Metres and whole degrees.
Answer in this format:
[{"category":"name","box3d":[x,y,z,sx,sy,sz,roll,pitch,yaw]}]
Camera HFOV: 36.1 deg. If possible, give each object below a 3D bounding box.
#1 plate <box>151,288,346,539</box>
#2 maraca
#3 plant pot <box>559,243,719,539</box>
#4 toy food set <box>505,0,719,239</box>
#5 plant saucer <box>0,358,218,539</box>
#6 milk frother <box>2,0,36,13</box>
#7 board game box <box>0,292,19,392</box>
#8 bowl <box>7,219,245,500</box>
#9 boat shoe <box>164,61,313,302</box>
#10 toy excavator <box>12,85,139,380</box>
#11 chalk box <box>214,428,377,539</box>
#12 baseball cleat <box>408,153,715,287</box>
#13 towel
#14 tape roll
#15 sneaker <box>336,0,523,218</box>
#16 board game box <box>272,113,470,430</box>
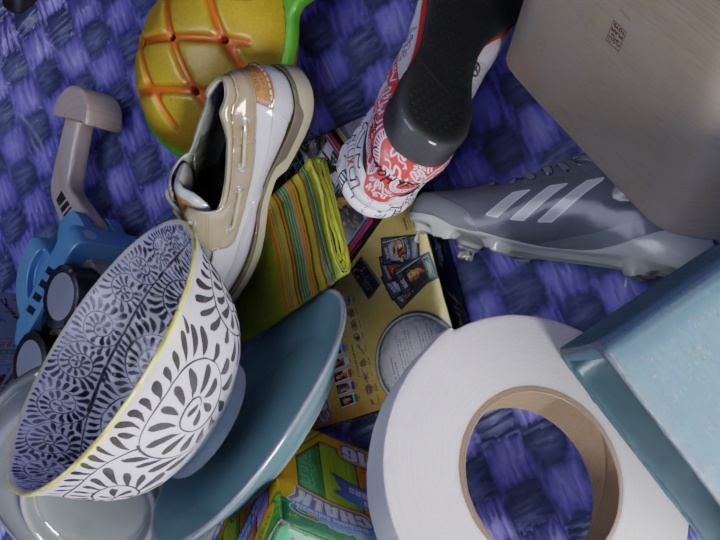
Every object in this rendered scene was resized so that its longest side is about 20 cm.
[{"category":"plate","box3d":[-0.068,0.100,0.729,0.025,0.201,0.200,39,111,-16]},{"category":"maraca","box3d":[-0.095,-0.177,0.814,0.137,0.106,0.202,39,105,26]},{"category":"plant pot","box3d":[0.245,0.057,0.563,0.199,0.196,0.197,-38,83,1]},{"category":"toy food set","box3d":[0.166,-0.136,0.629,0.201,0.059,0.145,55,145,35]},{"category":"plant saucer","box3d":[-0.199,0.165,0.833,0.196,0.050,0.204,1,114,2]},{"category":"milk frother","box3d":[-0.334,-0.300,0.943,0.199,0.180,0.190,-4,47,56]},{"category":"board game box","box3d":[-0.374,0.112,0.936,0.064,0.147,0.201,46,108,24]},{"category":"bowl","box3d":[-0.137,0.076,0.731,0.200,0.094,0.203,-40,30,28]},{"category":"boat shoe","box3d":[-0.101,-0.055,0.770,0.075,0.068,0.202,46,126,36]},{"category":"toy excavator","box3d":[-0.229,-0.023,0.896,0.200,0.099,0.196,48,116,36]},{"category":"chalk box","box3d":[-0.022,0.202,0.693,0.123,0.200,0.126,23,101,-13]},{"category":"baseball cleat","box3d":[0.132,-0.051,0.714,0.196,0.070,0.109,11,88,17]},{"category":"towel","box3d":[-0.077,0.001,0.806,0.199,0.018,0.088,-34,62,45]},{"category":"tape roll","box3d":[0.101,0.126,0.658,0.206,0.200,0.037,66,155,14]},{"category":"sneaker","box3d":[0.043,-0.125,0.731,0.067,0.203,0.108,30,142,-10]},{"category":"board game box","box3d":[0.000,0.000,0.796,0.134,0.034,0.204,-19,80,27]}]
